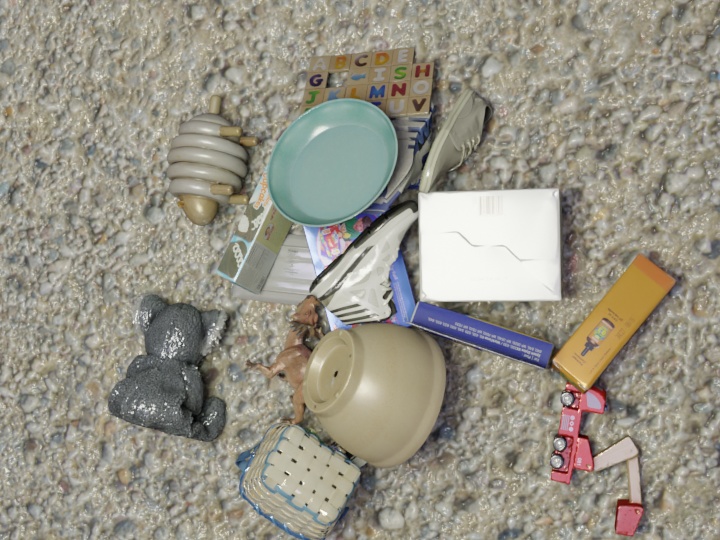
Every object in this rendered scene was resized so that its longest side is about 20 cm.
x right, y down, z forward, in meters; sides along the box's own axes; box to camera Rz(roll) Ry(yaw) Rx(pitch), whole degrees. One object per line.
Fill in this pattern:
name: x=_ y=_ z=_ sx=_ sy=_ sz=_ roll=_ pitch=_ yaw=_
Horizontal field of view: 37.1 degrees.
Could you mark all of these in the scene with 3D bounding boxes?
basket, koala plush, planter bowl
basket: x=-0.089 y=0.310 z=1.560 sx=0.175 sy=0.200 sz=0.140 roll=35 pitch=60 yaw=-6
koala plush: x=-0.286 y=0.140 z=1.630 sx=0.175 sy=0.184 sz=0.203 roll=14 pitch=82 yaw=12
planter bowl: x=0.005 y=0.158 z=1.491 sx=0.134 sy=0.200 sz=0.202 roll=24 pitch=98 yaw=-32

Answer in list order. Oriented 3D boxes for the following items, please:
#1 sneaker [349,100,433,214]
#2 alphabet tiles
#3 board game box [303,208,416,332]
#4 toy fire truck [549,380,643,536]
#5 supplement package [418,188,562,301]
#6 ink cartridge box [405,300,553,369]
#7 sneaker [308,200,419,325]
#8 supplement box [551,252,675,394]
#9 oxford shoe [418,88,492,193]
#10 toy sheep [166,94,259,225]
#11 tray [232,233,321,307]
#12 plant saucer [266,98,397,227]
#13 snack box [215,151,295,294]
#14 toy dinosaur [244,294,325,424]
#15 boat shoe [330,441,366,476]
sneaker: x=0.066 y=-0.144 z=1.553 sx=0.080 sy=0.116 sz=0.201 roll=10 pitch=55 yaw=28
alphabet tiles: x=0.009 y=-0.260 z=1.578 sx=0.197 sy=0.008 sz=0.169 roll=-3 pitch=55 yaw=16
board game box: x=0.000 y=0.000 z=1.599 sx=0.133 sy=0.045 sz=0.203 roll=-15 pitch=88 yaw=-1
toy fire truck: x=0.344 y=0.264 z=1.536 sx=0.139 sy=0.049 sz=0.203 roll=10 pitch=92 yaw=12
supplement package: x=0.189 y=-0.036 z=1.537 sx=0.197 sy=0.111 sz=0.158 roll=-1 pitch=91 yaw=12
ink cartridge box: x=0.172 y=0.091 z=1.496 sx=0.195 sy=0.200 sz=0.048 roll=18 pitch=85 yaw=12
sneaker: x=0.032 y=-0.001 z=1.549 sx=0.200 sy=0.076 sz=0.115 roll=-43 pitch=98 yaw=6
supplement box: x=0.351 y=0.076 z=1.501 sx=0.066 sy=0.069 sz=0.200 roll=40 pitch=84 yaw=14
oxford shoe: x=0.137 y=-0.182 z=1.527 sx=0.057 sy=0.075 sz=0.201 roll=29 pitch=54 yaw=4
toy sheep: x=-0.228 y=-0.166 z=1.627 sx=0.136 sy=0.138 sz=0.203 roll=7 pitch=78 yaw=13
tray: x=-0.102 y=-0.001 z=1.651 sx=0.197 sy=0.022 sz=0.109 roll=6 pitch=91 yaw=13
plant saucer: x=-0.035 y=-0.144 z=1.492 sx=0.197 sy=0.036 sz=0.203 roll=-10 pitch=62 yaw=19
snack box: x=-0.140 y=-0.070 z=1.593 sx=0.037 sy=0.116 sz=0.202 roll=24 pitch=85 yaw=15
toy dinosaur: x=-0.077 y=0.150 z=1.600 sx=0.135 sy=0.086 sz=0.202 roll=-34 pitch=81 yaw=24
boat shoe: x=0.031 y=0.228 z=1.598 sx=0.200 sy=0.071 sz=0.064 roll=-41 pitch=83 yaw=12
